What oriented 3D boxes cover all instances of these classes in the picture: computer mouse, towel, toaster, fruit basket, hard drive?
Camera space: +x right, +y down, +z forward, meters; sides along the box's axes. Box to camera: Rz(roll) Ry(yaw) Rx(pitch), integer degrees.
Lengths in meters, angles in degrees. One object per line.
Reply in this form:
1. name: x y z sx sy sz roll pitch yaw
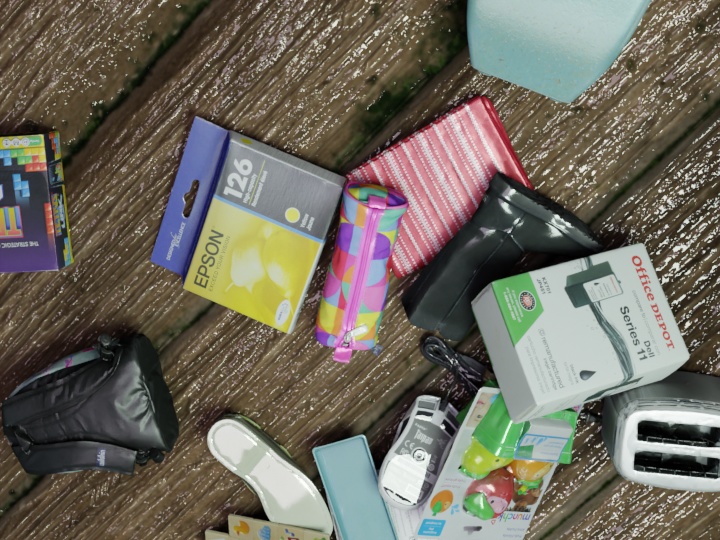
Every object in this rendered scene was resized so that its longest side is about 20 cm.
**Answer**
1. computer mouse: 0.081 0.189 1.419 0.109 0.044 0.202 29 83 -2
2. towel: 0.094 -0.097 1.393 0.198 0.023 0.146 -29 98 13
3. toaster: 0.356 0.183 1.361 0.197 0.129 0.116 6 101 6
4. fruit basket: 0.169 0.234 1.382 0.183 0.093 0.203 12 102 -37
5. hard drive: 0.063 0.301 1.468 0.197 0.038 0.142 -11 100 8

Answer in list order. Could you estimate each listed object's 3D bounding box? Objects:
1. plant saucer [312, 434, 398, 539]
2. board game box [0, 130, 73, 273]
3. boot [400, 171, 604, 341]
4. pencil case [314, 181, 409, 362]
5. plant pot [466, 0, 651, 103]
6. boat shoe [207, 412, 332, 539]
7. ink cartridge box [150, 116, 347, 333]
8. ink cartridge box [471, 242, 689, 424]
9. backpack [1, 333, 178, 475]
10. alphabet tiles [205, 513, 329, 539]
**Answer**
1. plant saucer: 0.004 0.300 1.447 0.069 0.019 0.203 -16 98 10
2. board game box: -0.462 -0.081 1.447 0.197 0.057 0.168 -3 100 8
3. boot: 0.164 0.005 1.379 0.163 0.066 0.201 28 109 -17
4. pencil case: 0.000 0.000 1.380 0.087 0.089 0.203 12 109 4
5. plant pot: 0.207 -0.298 1.260 0.193 0.197 0.202 20 113 3
6. boat shoe: -0.108 0.255 1.468 0.072 0.060 0.202 -43 97 5
7. ink cartridge box: -0.139 -0.053 1.410 0.197 0.047 0.200 21 111 -1
8. ink cartridge box: 0.243 0.067 1.313 0.197 0.083 0.149 -14 73 -18
9. backpack: -0.332 0.175 1.447 0.197 0.127 0.169 -18 87 11
10. alphabet tiles: -0.101 0.383 1.485 0.197 0.006 0.169 8 120 14
